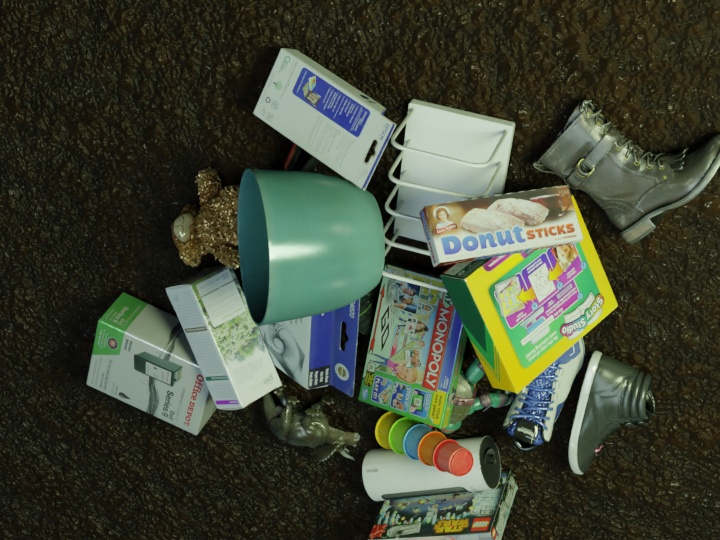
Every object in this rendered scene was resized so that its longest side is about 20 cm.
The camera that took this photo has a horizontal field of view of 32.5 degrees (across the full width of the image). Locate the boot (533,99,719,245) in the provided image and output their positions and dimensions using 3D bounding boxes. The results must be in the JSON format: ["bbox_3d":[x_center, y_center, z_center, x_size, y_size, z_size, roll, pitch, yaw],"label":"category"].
[{"bbox_3d":[0.326,-0.142,1.496,0.174,0.069,0.200,46,119,0],"label":"boot"}]

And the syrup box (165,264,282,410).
[{"bbox_3d":[-0.200,0.099,1.813,0.081,0.079,0.200,-8,107,53],"label":"syrup box"}]

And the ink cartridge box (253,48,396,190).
[{"bbox_3d":[-0.040,-0.194,1.575,0.200,0.039,0.100,38,113,23],"label":"ink cartridge box"}]

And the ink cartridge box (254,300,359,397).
[{"bbox_3d":[-0.087,0.067,1.760,0.200,0.041,0.200,30,131,35],"label":"ink cartridge box"}]

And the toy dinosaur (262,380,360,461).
[{"bbox_3d":[-0.099,0.234,1.897,0.200,0.077,0.102,17,118,8],"label":"toy dinosaur"}]

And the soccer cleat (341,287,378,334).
[{"bbox_3d":[0.000,0.000,1.717,0.081,0.068,0.200,-8,114,24],"label":"soccer cleat"}]

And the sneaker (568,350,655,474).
[{"bbox_3d":[0.348,0.212,1.701,0.099,0.071,0.200,16,121,18],"label":"sneaker"}]

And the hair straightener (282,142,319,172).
[{"bbox_3d":[-0.081,-0.113,1.686,0.077,0.041,0.200,39,127,8],"label":"hair straightener"}]

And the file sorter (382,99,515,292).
[{"bbox_3d":[0.103,-0.091,1.580,0.139,0.125,0.200,15,124,13],"label":"file sorter"}]

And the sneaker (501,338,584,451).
[{"bbox_3d":[0.249,0.175,1.693,0.080,0.115,0.200,17,125,11],"label":"sneaker"}]

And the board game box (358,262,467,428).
[{"bbox_3d":[0.078,0.102,1.704,0.134,0.029,0.200,16,101,29],"label":"board game box"}]

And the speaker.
[{"bbox_3d":[0.107,0.297,1.850,0.200,0.081,0.081,-11,116,27],"label":"speaker"}]

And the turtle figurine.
[{"bbox_3d":[0.144,0.161,1.743,0.149,0.101,0.200,20,120,10],"label":"turtle figurine"}]

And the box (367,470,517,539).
[{"bbox_3d":[0.124,0.364,1.848,0.200,0.137,0.040,-10,119,26],"label":"box"}]

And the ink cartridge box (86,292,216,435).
[{"bbox_3d":[-0.311,0.146,1.922,0.200,0.084,0.146,24,127,6],"label":"ink cartridge box"}]

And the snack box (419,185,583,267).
[{"bbox_3d":[0.171,-0.054,1.490,0.024,0.200,0.072,142,116,-65],"label":"snack box"}]

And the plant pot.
[{"bbox_3d":[-0.061,-0.035,1.586,0.161,0.201,0.201,-4,125,-15],"label":"plant pot"}]

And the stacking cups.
[{"bbox_3d":[0.089,0.252,1.770,0.061,0.060,0.200,61,162,-20],"label":"stacking cups"}]

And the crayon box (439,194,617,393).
[{"bbox_3d":[0.217,0.027,1.563,0.058,0.200,0.173,10,131,56],"label":"crayon box"}]

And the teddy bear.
[{"bbox_3d":[-0.194,-0.071,1.726,0.200,0.067,0.145,5,103,34],"label":"teddy bear"}]
